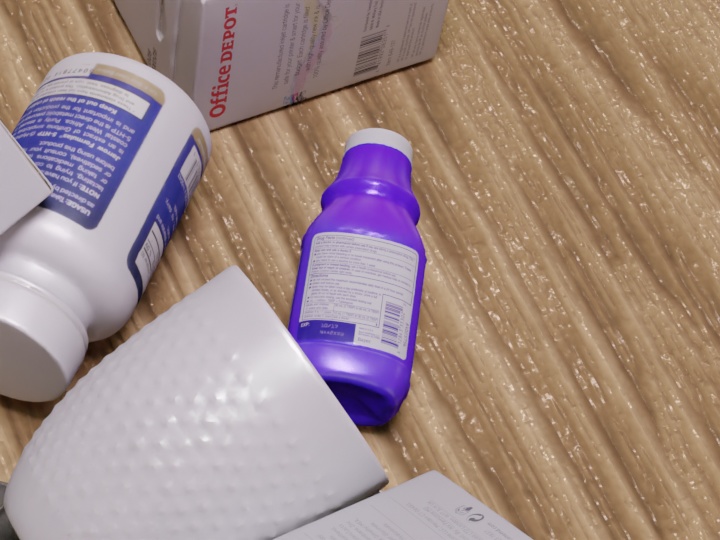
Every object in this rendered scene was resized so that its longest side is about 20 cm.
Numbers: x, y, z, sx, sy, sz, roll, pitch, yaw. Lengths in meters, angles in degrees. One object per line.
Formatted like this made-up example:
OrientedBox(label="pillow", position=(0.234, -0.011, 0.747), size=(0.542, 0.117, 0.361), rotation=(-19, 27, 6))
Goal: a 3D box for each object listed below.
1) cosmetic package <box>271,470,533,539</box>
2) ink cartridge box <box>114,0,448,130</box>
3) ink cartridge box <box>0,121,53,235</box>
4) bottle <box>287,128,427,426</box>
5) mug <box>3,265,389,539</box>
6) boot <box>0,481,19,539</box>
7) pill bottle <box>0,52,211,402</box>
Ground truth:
OrientedBox(label="cosmetic package", position=(-0.002, 0.241, 0.947), size=(0.199, 0.200, 0.123), rotation=(-21, 23, -22))
OrientedBox(label="ink cartridge box", position=(-0.055, -0.215, 1.281), size=(0.199, 0.147, 0.145), rotation=(-20, 62, -22))
OrientedBox(label="ink cartridge box", position=(-0.291, -0.065, 1.109), size=(0.144, 0.085, 0.200), rotation=(-40, 38, -8))
OrientedBox(label="bottle", position=(0.000, 0.000, 1.199), size=(0.083, 0.065, 0.201), rotation=(10, 56, -4))
OrientedBox(label="mug", position=(-0.083, 0.127, 1.015), size=(0.175, 0.148, 0.200), rotation=(-36, 108, -5))
OrientedBox(label="boot", position=(-0.264, 0.172, 1.010), size=(0.182, 0.073, 0.200), rotation=(37, 46, 3))
OrientedBox(label="pill bottle", position=(-0.181, -0.025, 1.153), size=(0.119, 0.120, 0.201), rotation=(21, 56, 4))
